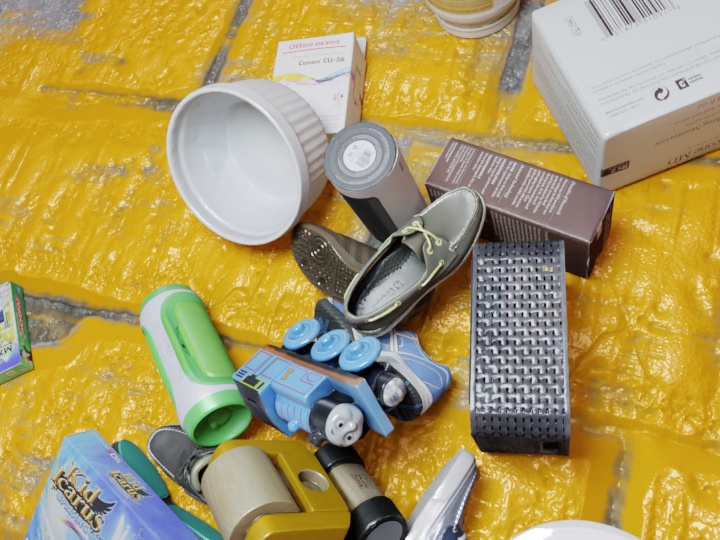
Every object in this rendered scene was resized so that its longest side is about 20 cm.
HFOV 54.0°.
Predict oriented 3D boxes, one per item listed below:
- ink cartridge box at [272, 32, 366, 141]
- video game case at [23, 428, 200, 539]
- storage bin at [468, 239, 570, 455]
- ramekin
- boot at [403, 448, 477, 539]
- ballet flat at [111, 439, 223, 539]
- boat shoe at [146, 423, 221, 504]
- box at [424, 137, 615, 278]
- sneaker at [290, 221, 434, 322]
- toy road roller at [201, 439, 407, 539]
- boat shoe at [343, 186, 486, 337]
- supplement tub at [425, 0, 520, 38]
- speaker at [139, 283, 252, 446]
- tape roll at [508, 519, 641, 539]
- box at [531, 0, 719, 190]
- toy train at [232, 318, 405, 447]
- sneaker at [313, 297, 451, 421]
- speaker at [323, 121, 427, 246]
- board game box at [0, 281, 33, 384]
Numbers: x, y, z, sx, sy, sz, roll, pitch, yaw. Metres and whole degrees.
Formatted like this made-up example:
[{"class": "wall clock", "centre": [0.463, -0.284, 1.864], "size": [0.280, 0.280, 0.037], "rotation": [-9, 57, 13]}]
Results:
[{"class": "ink cartridge box", "centre": [-0.059, -0.256, 0.979], "size": [0.116, 0.068, 0.201], "rotation": [-2, 67, 16]}, {"class": "video game case", "centre": [-0.280, 0.308, 0.767], "size": [0.200, 0.045, 0.182], "rotation": [34, 106, 26]}, {"class": "storage bin", "centre": [0.165, 0.081, 0.728], "size": [0.093, 0.135, 0.201], "rotation": [-1, 67, 15]}, {"class": "ramekin", "centre": [-0.132, -0.142, 0.883], "size": [0.200, 0.201, 0.105], "rotation": [17, 34, 22]}, {"class": "boot", "centre": [0.084, 0.287, 0.710], "size": [0.090, 0.073, 0.200], "rotation": [33, 77, 7]}, {"class": "ballet flat", "centre": [-0.234, 0.280, 0.799], "size": [0.200, 0.068, 0.075], "rotation": [36, 90, 23]}, {"class": "boat shoe", "centre": [-0.168, 0.226, 0.800], "size": [0.200, 0.066, 0.072], "rotation": [23, 77, 24]}, {"class": "box", "centre": [0.182, -0.073, 0.812], "size": [0.200, 0.100, 0.075], "rotation": [26, 76, 24]}, {"class": "sneaker", "centre": [0.000, 0.000, 0.858], "size": [0.200, 0.075, 0.071], "rotation": [35, 123, 30]}, {"class": "toy road roller", "centre": [-0.066, 0.259, 0.691], "size": [0.123, 0.200, 0.146], "rotation": [43, 112, 50]}, {"class": "boat shoe", "centre": [0.059, -0.013, 0.751], "size": [0.072, 0.060, 0.202], "rotation": [42, 88, 21]}, {"class": "supplement tub", "centre": [0.141, -0.417, 0.917], "size": [0.144, 0.200, 0.145], "rotation": [-6, 65, 13]}, {"class": "speaker", "centre": [-0.198, 0.107, 0.835], "size": [0.088, 0.088, 0.200], "rotation": [-36, 52, -1]}, {"class": "tape roll", "centre": [0.193, 0.327, 0.612], "size": [0.202, 0.139, 0.203], "rotation": [-6, 66, 13]}, {"class": "box", "centre": [0.328, -0.230, 0.821], "size": [0.198, 0.131, 0.200], "rotation": [-22, 63, 5]}, {"class": "toy train", "centre": [-0.041, 0.120, 0.726], "size": [0.114, 0.087, 0.200], "rotation": [-44, 30, -24]}, {"class": "sneaker", "centre": [0.019, 0.095, 0.812], "size": [0.077, 0.076, 0.200], "rotation": [-20, 45, -36]}, {"class": "speaker", "centre": [0.027, -0.087, 0.807], "size": [0.081, 0.200, 0.081], "rotation": [-5, 71, 15]}, {"class": "board game box", "centre": [-0.556, 0.115, 0.981], "size": [0.200, 0.029, 0.135], "rotation": [-25, 62, 4]}]
